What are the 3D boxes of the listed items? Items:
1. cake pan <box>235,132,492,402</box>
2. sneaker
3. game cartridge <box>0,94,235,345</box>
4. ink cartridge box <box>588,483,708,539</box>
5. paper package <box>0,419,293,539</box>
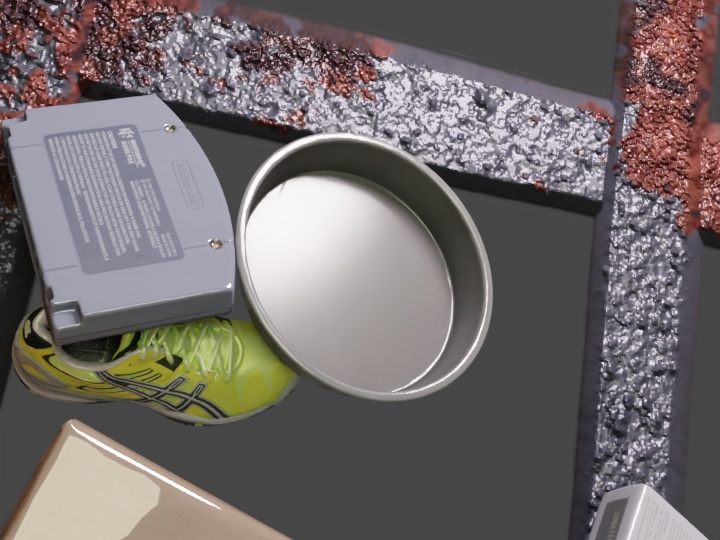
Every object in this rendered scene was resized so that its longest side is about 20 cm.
[{"bbox_3d":[0.000,0.000,0.828,0.198,0.037,0.202,12,63,-24],"label":"cake pan"},{"bbox_3d":[-0.131,0.060,0.786,0.198,0.076,0.076,1,71,-13],"label":"sneaker"},{"bbox_3d":[-0.158,-0.040,0.789,0.132,0.041,0.201,-12,50,-17],"label":"game cartridge"},{"bbox_3d":[0.223,0.270,0.801,0.200,0.057,0.163,44,50,-18],"label":"ink cartridge box"},{"bbox_3d":[-0.141,0.220,0.707,0.199,0.103,0.192,31,69,-9],"label":"paper package"}]
